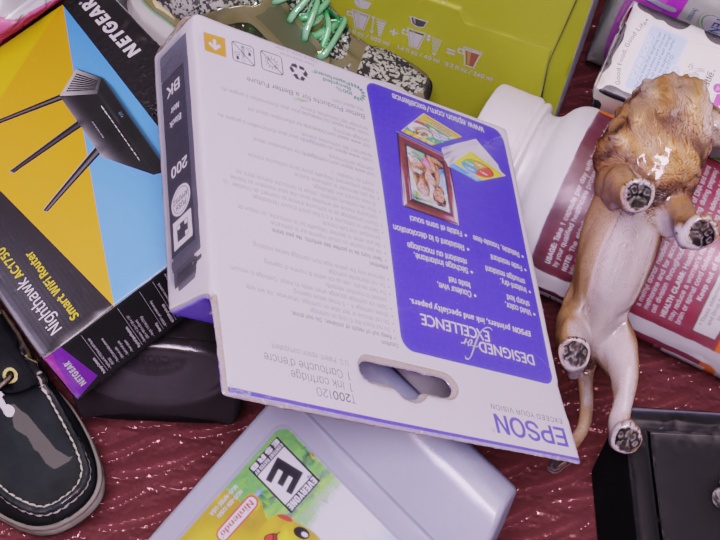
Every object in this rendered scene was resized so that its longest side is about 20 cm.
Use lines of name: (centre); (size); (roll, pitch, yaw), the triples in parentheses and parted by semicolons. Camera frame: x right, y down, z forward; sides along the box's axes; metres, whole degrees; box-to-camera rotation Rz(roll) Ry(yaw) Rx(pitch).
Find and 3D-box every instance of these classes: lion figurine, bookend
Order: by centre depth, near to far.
bookend: (0.135, 0.155, 0.676); (0.196, 0.092, 0.202); (4, 55, -3)
lion figurine: (0.134, -0.004, 0.690); (0.072, 0.201, 0.123); (23, 17, -6)

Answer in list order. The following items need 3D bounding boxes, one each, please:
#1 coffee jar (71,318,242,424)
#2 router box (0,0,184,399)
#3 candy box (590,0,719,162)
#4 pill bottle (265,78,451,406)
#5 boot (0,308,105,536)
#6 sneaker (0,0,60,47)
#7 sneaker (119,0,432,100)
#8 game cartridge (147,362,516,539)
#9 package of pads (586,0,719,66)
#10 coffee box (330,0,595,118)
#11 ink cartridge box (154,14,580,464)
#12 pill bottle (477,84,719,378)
coffee jar: (-0.108, -0.009, 0.763); (0.103, 0.086, 0.202); (2, 56, -2)
router box: (-0.145, -0.050, 0.711); (0.149, 0.051, 0.200); (-38, 56, -11)
candy box: (0.241, -0.081, 0.816); (0.198, 0.136, 0.061); (24, 85, 10)
pill bottle: (0.000, 0.000, 0.739); (0.111, 0.113, 0.202); (0, 65, -6)
boot: (-0.214, 0.034, 0.677); (0.073, 0.154, 0.204); (-36, 64, -17)
sneaker: (-0.223, -0.197, 0.798); (0.081, 0.088, 0.201); (-34, 33, 16)
sneaker: (-0.046, -0.150, 0.795); (0.198, 0.089, 0.077); (22, 48, -3)
game cartridge: (-0.027, 0.144, 0.632); (0.133, 0.040, 0.200); (42, 96, 9)
package of pads: (0.234, -0.156, 0.832); (0.153, 0.200, 0.069); (21, 85, 4)
coffee box: (0.066, -0.225, 0.860); (0.198, 0.201, 0.199); (19, 57, 6)
ink cartridge box: (0.002, -0.006, 0.624); (0.197, 0.043, 0.202); (16, 50, -33)
pill bottle: (0.155, -0.027, 0.788); (0.199, 0.115, 0.115); (26, 57, 10)
